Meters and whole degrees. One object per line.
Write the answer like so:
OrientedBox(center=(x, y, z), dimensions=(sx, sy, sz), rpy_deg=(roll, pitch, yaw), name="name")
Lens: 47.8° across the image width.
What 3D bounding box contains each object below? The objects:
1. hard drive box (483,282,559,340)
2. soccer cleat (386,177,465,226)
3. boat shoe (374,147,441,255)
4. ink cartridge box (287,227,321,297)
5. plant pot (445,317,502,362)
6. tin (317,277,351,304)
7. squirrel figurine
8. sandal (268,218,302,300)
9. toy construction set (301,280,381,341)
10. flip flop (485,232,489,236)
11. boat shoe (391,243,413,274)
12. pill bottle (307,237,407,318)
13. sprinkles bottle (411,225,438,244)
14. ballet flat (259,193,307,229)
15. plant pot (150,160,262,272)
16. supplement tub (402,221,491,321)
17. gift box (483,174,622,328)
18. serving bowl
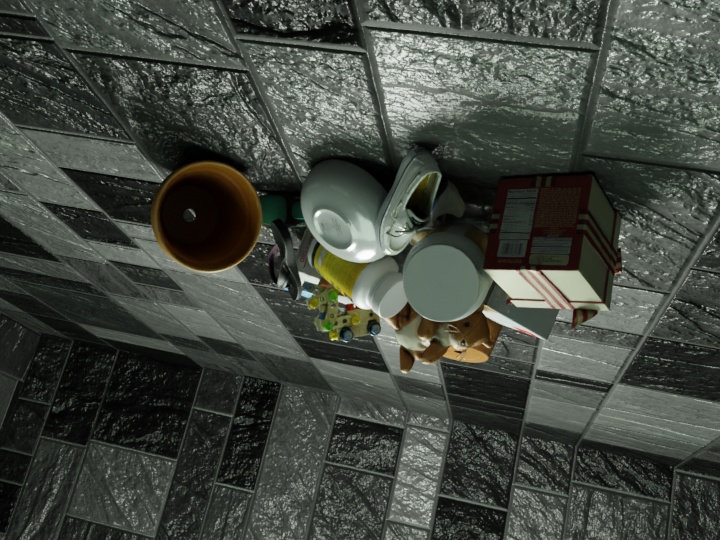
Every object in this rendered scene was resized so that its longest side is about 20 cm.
OrientedBox(center=(0.284, 0.057, 1.665), dimensions=(0.199, 0.078, 0.155), rpy_deg=(27, 175, -34), name="hard drive box")
OrientedBox(center=(0.094, -0.102, 1.401), dimensions=(0.199, 0.070, 0.086), rpy_deg=(-11, 132, 48), name="soccer cleat")
OrientedBox(center=(0.085, -0.088, 1.295), dimensions=(0.074, 0.087, 0.203), rpy_deg=(-1, 132, -29), name="boat shoe")
OrientedBox(center=(-0.102, -0.027, 1.695), dimensions=(0.066, 0.117, 0.200), rpy_deg=(22, 162, -4), name="ink cartridge box")
OrientedBox(center=(0.237, 0.122, 1.848), dimensions=(0.197, 0.142, 0.200), rpy_deg=(12, 162, 4), name="plant pot")
OrientedBox(center=(-0.014, 0.056, 1.788), dimensions=(0.111, 0.042, 0.199), rpy_deg=(13, 174, 38), name="tin")
OrientedBox(center=(0.170, 0.100, 1.577), dimensions=(0.185, 0.143, 0.200), rpy_deg=(-8, -164, 33), name="squirrel figurine")
OrientedBox(center=(-0.156, -0.016, 1.575), dimensions=(0.075, 0.048, 0.202), rpy_deg=(49, 157, 39), name="sandal")
OrientedBox(center=(-0.015, 0.072, 1.635), dimensions=(0.197, 0.133, 0.092), rpy_deg=(-8, -173, -6), name="toy construction set")
OrientedBox(center=(0.267, -0.028, 1.515), dimensions=(0.199, 0.082, 0.058), rpy_deg=(19, -163, -40), name="flip flop")
OrientedBox(center=(0.092, -0.012, 1.572), dimensions=(0.200, 0.072, 0.070), rpy_deg=(31, -176, 34), name="boat shoe")
OrientedBox(center=(0.000, 0.000, 1.538), dimensions=(0.200, 0.113, 0.112), rpy_deg=(39, 177, 33), name="pill bottle")
OrientedBox(center=(0.151, -0.055, 1.514), dimensions=(0.068, 0.069, 0.199), rpy_deg=(-5, 153, 45), name="sprinkles bottle")
OrientedBox(center=(-0.124, -0.110, 1.566), dimensions=(0.198, 0.075, 0.074), rpy_deg=(6, 160, 32), name="ballet flat")
OrientedBox(center=(-0.307, -0.103, 1.548), dimensions=(0.198, 0.203, 0.183), rpy_deg=(22, 175, -23), name="plant pot")
OrientedBox(center=(0.149, 0.001, 1.354), dimensions=(0.143, 0.147, 0.200), rpy_deg=(9, -167, 13), name="supplement tub")
OrientedBox(center=(0.303, -0.024, 1.299), dimensions=(0.183, 0.202, 0.186), rpy_deg=(6, 162, 36), name="gift box")
OrientedBox(center=(-0.030, -0.089, 1.407), dimensions=(0.199, 0.066, 0.202), rpy_deg=(27, 141, 23), name="serving bowl")
